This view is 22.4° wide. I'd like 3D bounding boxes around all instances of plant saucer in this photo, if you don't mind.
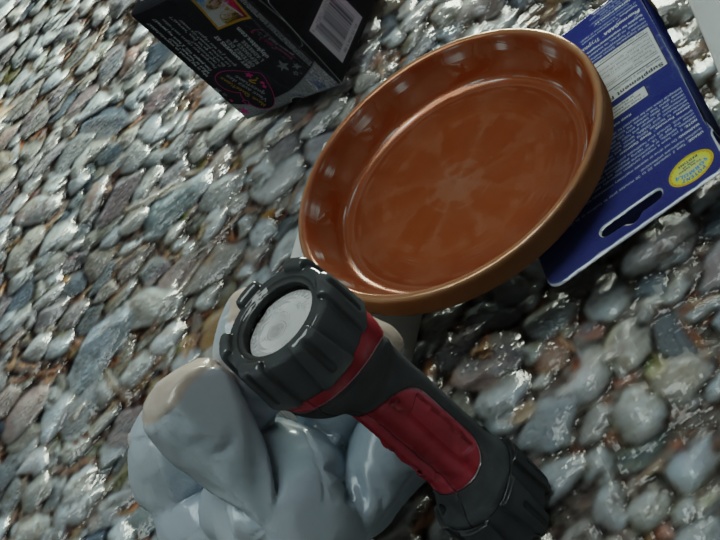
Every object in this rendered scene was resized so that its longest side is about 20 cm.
[{"bbox_3d":[0.055,-0.055,1.051,0.199,0.032,0.201,-23,41,22],"label":"plant saucer"}]

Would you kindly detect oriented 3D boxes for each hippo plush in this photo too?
[{"bbox_3d":[-0.043,0.114,0.989,0.159,0.201,0.161,-26,-2,-27],"label":"hippo plush"}]

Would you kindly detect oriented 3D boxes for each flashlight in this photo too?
[{"bbox_3d":[0.019,0.076,0.874,0.068,0.200,0.068,-50,33,-7],"label":"flashlight"}]

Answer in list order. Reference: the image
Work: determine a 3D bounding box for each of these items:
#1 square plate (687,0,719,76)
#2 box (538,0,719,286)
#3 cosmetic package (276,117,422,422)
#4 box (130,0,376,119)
[{"bbox_3d":[0.252,-0.214,1.017,0.198,0.028,0.201,-54,31,34],"label":"square plate"},{"bbox_3d":[0.141,-0.074,1.048,0.121,0.032,0.201,-36,34,17],"label":"box"},{"bbox_3d":[0.000,0.000,1.113,0.082,0.051,0.201,-14,45,34],"label":"cosmetic package"},{"bbox_3d":[-0.059,-0.236,1.354,0.114,0.132,0.201,-13,45,45],"label":"box"}]
